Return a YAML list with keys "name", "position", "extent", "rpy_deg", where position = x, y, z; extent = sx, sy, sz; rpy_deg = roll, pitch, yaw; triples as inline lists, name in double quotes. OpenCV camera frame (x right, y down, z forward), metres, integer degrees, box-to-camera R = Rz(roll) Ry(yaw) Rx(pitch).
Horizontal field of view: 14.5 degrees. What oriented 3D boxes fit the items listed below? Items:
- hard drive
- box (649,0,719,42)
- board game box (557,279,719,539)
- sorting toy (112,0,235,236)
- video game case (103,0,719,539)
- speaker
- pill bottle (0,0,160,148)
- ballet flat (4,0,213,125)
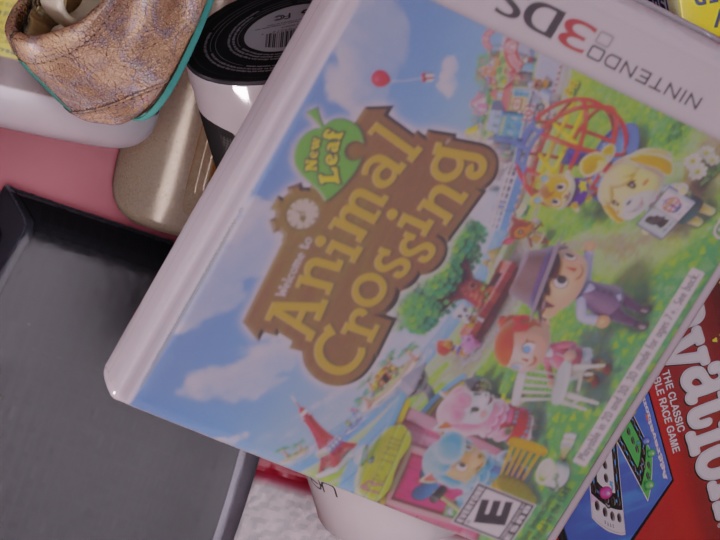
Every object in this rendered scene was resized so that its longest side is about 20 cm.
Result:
- name: "hard drive"
  position: [-0.109, 0.083, 1.065]
  extent: [0.134, 0.042, 0.201]
  rpy_deg: [19, 94, -10]
- name: "box"
  position: [0.163, -0.190, 1.026]
  extent: [0.175, 0.097, 0.201]
  rpy_deg: [-11, 95, -14]
- name: "board game box"
  position: [0.100, 0.032, 1.081]
  extent: [0.103, 0.019, 0.201]
  rpy_deg: [-20, 111, -6]
- name: "sorting toy"
  position: [0.023, -0.085, 1.066]
  extent: [0.199, 0.036, 0.186]
  rpy_deg: [14, 95, -9]
- name: "video game case"
  position: [0.037, -0.011, 0.967]
  extent: [0.182, 0.022, 0.200]
  rpy_deg: [23, 108, -25]
- name: "speaker"
  position: [0.000, 0.000, 1.021]
  extent: [0.081, 0.081, 0.201]
  rpy_deg: [-18, 120, -5]
- name: "pill bottle"
  position: [-0.104, -0.151, 1.003]
  extent: [0.109, 0.109, 0.201]
  rpy_deg: [13, 95, -9]
- name: "ballet flat"
  position: [-0.058, -0.145, 0.928]
  extent: [0.067, 0.068, 0.201]
  rpy_deg: [27, 85, -37]
